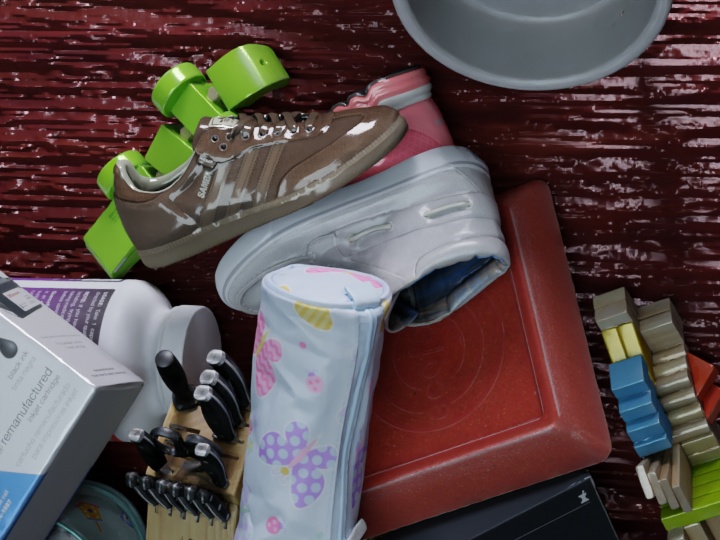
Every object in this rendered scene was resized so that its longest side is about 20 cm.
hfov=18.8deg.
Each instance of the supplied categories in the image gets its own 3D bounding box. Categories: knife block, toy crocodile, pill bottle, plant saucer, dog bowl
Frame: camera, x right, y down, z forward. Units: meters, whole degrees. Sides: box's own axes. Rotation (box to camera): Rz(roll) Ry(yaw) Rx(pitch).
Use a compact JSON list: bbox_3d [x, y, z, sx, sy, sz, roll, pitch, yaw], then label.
[{"bbox_3d":[-0.092,0.112,1.439,0.064,0.200,0.177,12,110,15],"label":"knife block"},{"bbox_3d":[-0.124,-0.075,1.500,0.068,0.062,0.200,45,113,21],"label":"toy crocodile"},{"bbox_3d":[-0.202,0.062,1.519,0.198,0.112,0.113,1,101,18],"label":"pill bottle"},{"bbox_3d":[0.048,0.056,1.434,0.199,0.037,0.201,-20,66,21],"label":"plant saucer"},{"bbox_3d":[0.107,-0.192,1.349,0.198,0.059,0.201,5,140,4],"label":"dog bowl"}]

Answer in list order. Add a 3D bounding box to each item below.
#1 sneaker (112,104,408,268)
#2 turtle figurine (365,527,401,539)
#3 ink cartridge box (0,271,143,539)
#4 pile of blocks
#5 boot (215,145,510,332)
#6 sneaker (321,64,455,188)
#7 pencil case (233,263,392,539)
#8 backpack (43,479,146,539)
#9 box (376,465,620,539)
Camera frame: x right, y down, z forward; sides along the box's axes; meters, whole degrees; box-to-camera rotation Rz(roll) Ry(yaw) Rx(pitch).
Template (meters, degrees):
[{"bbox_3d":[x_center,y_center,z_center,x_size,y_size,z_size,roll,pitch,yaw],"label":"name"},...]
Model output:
[{"bbox_3d":[-0.069,-0.071,1.398,0.199,0.070,0.076,-26,102,11],"label":"sneaker"},{"bbox_3d":[0.045,0.167,1.476,0.161,0.064,0.200,37,82,-5],"label":"turtle figurine"},{"bbox_3d":[-0.268,0.076,1.437,0.199,0.084,0.145,35,99,15],"label":"ink cartridge box"},{"bbox_3d":[0.211,0.104,1.414,0.062,0.082,0.201,-20,93,20],"label":"pile of blocks"},{"bbox_3d":[0.000,0.000,1.408,0.199,0.074,0.096,-27,52,15],"label":"boot"},{"bbox_3d":[-0.024,-0.055,1.463,0.199,0.074,0.087,-31,92,20],"label":"sneaker"},{"bbox_3d":[-0.030,0.097,1.366,0.083,0.091,0.202,-1,106,-26],"label":"pencil case"},{"bbox_3d":[-0.239,0.228,1.541,0.199,0.153,0.177,2,101,25],"label":"backpack"},{"bbox_3d":[0.081,0.226,1.420,0.199,0.079,0.142,-26,107,-2],"label":"box"}]
